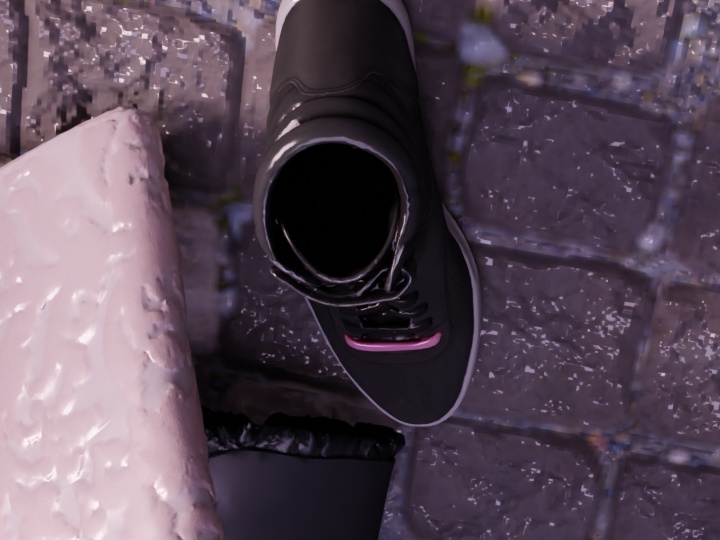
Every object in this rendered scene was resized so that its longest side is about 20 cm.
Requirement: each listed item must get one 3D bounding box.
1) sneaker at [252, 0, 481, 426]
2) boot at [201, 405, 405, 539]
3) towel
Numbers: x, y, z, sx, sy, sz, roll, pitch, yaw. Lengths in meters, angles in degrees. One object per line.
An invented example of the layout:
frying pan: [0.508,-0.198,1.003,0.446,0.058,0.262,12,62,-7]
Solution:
sneaker: [0.000,0.000,1.001,0.070,0.099,0.201,-4,127,11]
boot: [-0.009,0.141,1.098,0.197,0.073,0.163,5,92,-18]
towel: [-0.135,0.064,1.019,0.191,0.201,0.032,-27,151,29]
